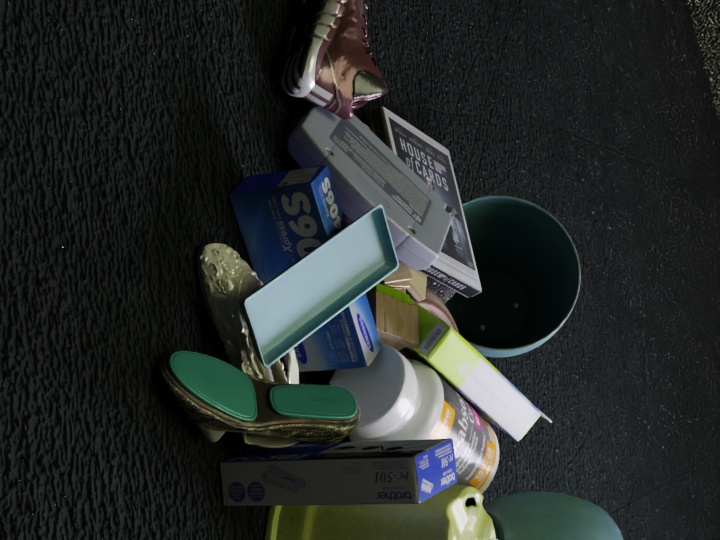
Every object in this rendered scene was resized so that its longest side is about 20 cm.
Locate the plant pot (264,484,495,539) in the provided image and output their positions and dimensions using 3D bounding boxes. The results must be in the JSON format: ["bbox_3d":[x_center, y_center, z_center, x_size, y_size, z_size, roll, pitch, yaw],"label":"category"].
[{"bbox_3d":[0.031,0.282,1.368,0.200,0.182,0.203,24,63,-61],"label":"plant pot"}]

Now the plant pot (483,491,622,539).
[{"bbox_3d":[0.166,0.321,1.463,0.134,0.199,0.202,28,57,-33],"label":"plant pot"}]

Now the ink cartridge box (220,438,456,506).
[{"bbox_3d":[-0.020,0.185,1.261,0.094,0.198,0.045,-8,92,-64],"label":"ink cartridge box"}]

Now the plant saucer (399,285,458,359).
[{"bbox_3d":[0.059,0.106,1.564,0.199,0.036,0.204,5,84,-47],"label":"plant saucer"}]

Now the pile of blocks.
[{"bbox_3d":[0.000,0.000,1.454,0.081,0.062,0.202,-4,67,-44],"label":"pile of blocks"}]

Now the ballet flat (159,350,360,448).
[{"bbox_3d":[-0.097,0.128,1.234,0.198,0.076,0.068,14,41,-26],"label":"ballet flat"}]

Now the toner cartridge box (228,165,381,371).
[{"bbox_3d":[-0.053,0.002,1.353,0.043,0.094,0.202,-51,130,-54],"label":"toner cartridge box"}]

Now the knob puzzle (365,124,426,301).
[{"bbox_3d":[0.013,-0.084,1.564,0.220,0.030,0.222,44,33,-38],"label":"knob puzzle"}]

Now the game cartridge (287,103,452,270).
[{"bbox_3d":[0.010,-0.093,1.452,0.200,0.041,0.134,43,32,-9],"label":"game cartridge"}]

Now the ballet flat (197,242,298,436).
[{"bbox_3d":[-0.094,0.064,1.288,0.072,0.071,0.203,-43,123,-59],"label":"ballet flat"}]

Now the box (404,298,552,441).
[{"bbox_3d":[0.112,0.110,1.505,0.048,0.122,0.200,-50,125,-4],"label":"box"}]

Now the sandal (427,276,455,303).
[{"bbox_3d":[0.058,0.034,1.628,0.075,0.045,0.201,51,57,-24],"label":"sandal"}]

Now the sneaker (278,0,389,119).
[{"bbox_3d":[-0.010,-0.244,1.475,0.115,0.075,0.202,32,61,-23],"label":"sneaker"}]

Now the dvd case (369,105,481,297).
[{"bbox_3d":[0.077,-0.080,1.615,0.150,0.025,0.202,26,46,-50],"label":"dvd case"}]

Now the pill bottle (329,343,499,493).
[{"bbox_3d":[0.056,0.164,1.445,0.200,0.115,0.118,44,46,-45],"label":"pill bottle"}]

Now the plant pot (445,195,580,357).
[{"bbox_3d":[0.172,0.024,1.740,0.135,0.197,0.203,86,8,-70],"label":"plant pot"}]

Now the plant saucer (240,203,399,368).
[{"bbox_3d":[-0.037,0.011,1.284,0.199,0.019,0.071,-37,120,-40],"label":"plant saucer"}]
